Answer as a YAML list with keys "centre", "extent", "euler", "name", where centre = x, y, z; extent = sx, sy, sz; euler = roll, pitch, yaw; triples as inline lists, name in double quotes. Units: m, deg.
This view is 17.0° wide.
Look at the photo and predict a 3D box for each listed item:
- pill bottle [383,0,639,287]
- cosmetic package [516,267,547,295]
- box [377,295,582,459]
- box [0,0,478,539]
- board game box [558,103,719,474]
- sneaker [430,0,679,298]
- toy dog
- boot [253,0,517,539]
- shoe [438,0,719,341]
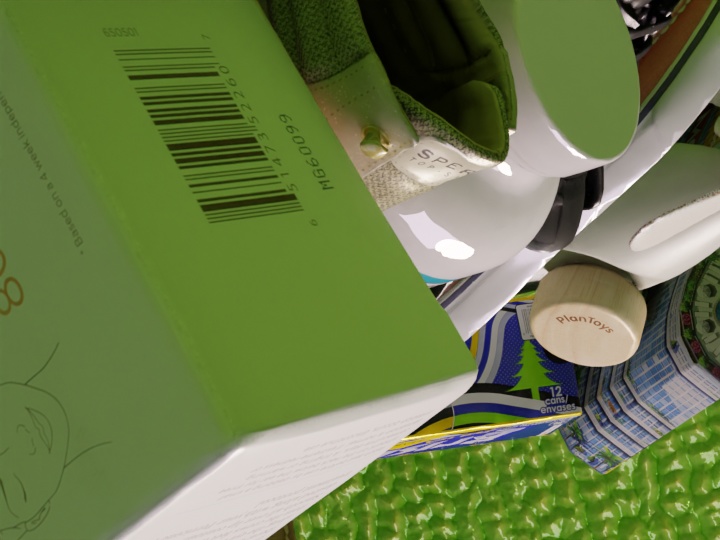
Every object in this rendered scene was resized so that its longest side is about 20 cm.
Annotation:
- centre: [-0.013, -0.042, 0.770]
  extent: [0.199, 0.112, 0.111]
  euler: [-17, 172, 35]
  name: "pill bottle"
- centre: [0.005, -0.014, 1.208]
  extent: [0.199, 0.082, 0.113]
  euler: [-16, 171, 28]
  name: "cosmetic package"
- centre: [0.003, 0.059, 1.188]
  extent: [0.199, 0.065, 0.070]
  euler: [-6, 169, -12]
  name: "box"
- centre: [-0.099, 0.022, 0.622]
  extent: [0.200, 0.153, 0.106]
  euler: [-38, 165, 32]
  name: "box"
- centre: [0.173, -0.021, 1.178]
  extent: [0.061, 0.201, 0.200]
  euler: [31, 153, -5]
  name: "board game box"
- centre: [0.064, -0.056, 0.823]
  extent: [0.060, 0.105, 0.199]
  euler: [-9, 174, -44]
  name: "sneaker"
- centre: [0.121, -0.045, 0.989]
  extent: [0.096, 0.132, 0.200]
  euler: [28, 127, -21]
  name: "toy dog"
- centre: [-0.023, -0.005, 0.673]
  extent: [0.154, 0.201, 0.072]
  euler: [-18, 176, 37]
  name: "boot"
- centre: [0.060, -0.063, 0.922]
  extent: [0.200, 0.091, 0.072]
  euler: [-46, -169, 26]
  name: "shoe"
